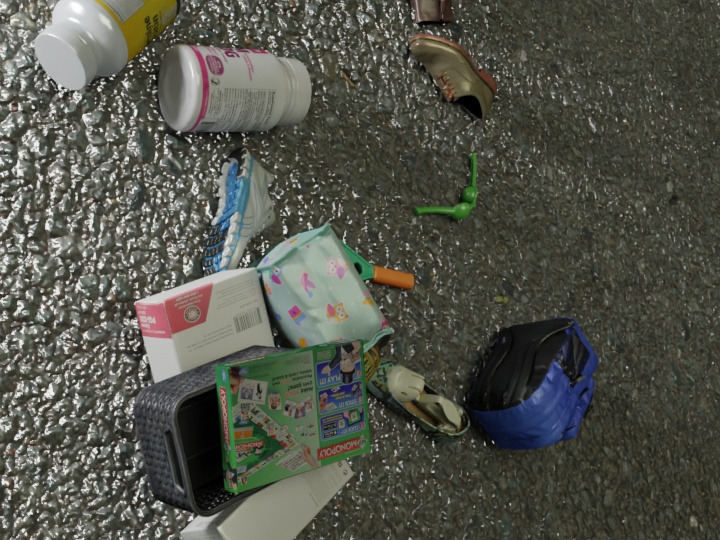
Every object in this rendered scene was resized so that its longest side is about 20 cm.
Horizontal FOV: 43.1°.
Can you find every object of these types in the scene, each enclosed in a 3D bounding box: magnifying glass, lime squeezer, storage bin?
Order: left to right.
[{"bbox_3d":[-0.146,0.178,1.051,0.198,0.093,0.138,-19,102,-40],"label":"storage bin"},{"bbox_3d":[0.000,0.000,1.389,0.197,0.022,0.081,14,66,-35],"label":"magnifying glass"},{"bbox_3d":[0.168,-0.127,1.565,0.070,0.038,0.200,34,51,14],"label":"lime squeezer"}]

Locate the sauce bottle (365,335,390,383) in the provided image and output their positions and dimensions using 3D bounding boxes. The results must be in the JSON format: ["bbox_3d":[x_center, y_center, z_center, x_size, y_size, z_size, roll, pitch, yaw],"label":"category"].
[{"bbox_3d":[-0.010,0.132,1.284,0.065,0.064,0.200,54,34,-9],"label":"sauce bottle"}]

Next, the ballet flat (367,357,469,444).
[{"bbox_3d":[0.088,0.187,1.362,0.199,0.074,0.075,36,55,-22],"label":"ballet flat"}]

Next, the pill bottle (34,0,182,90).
[{"bbox_3d":[-0.328,-0.326,1.188,0.112,0.111,0.201,45,53,-16],"label":"pill bottle"}]

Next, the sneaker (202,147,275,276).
[{"bbox_3d":[-0.157,-0.066,1.260,0.086,0.074,0.204,30,60,-36],"label":"sneaker"}]

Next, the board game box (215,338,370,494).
[{"bbox_3d":[-0.072,0.160,1.039,0.197,0.029,0.138,-7,95,-43],"label":"board game box"}]

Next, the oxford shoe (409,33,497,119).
[{"bbox_3d":[0.162,-0.341,1.606,0.198,0.070,0.076,29,64,-26],"label":"oxford shoe"}]

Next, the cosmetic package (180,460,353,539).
[{"bbox_3d":[-0.114,0.292,1.142,0.199,0.107,0.086,-39,99,-41],"label":"cosmetic package"}]

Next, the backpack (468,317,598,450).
[{"bbox_3d":[0.282,0.195,1.450,0.169,0.161,0.200,53,50,-14],"label":"backpack"}]

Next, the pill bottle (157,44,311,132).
[{"bbox_3d":[-0.174,-0.253,1.282,0.197,0.113,0.116,-7,78,-40],"label":"pill bottle"}]

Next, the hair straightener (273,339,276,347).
[{"bbox_3d":[-0.118,0.107,1.222,0.040,0.076,0.204,-22,88,-38],"label":"hair straightener"}]

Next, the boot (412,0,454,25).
[{"bbox_3d":[0.147,-0.539,1.679,0.198,0.072,0.170,-19,98,-42],"label":"boot"}]

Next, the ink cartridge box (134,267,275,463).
[{"bbox_3d":[-0.181,0.115,1.137,0.144,0.084,0.205,-21,101,-40],"label":"ink cartridge box"}]

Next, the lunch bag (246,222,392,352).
[{"bbox_3d":[-0.068,0.042,1.210,0.121,0.199,0.172,-35,98,-21],"label":"lunch bag"}]
